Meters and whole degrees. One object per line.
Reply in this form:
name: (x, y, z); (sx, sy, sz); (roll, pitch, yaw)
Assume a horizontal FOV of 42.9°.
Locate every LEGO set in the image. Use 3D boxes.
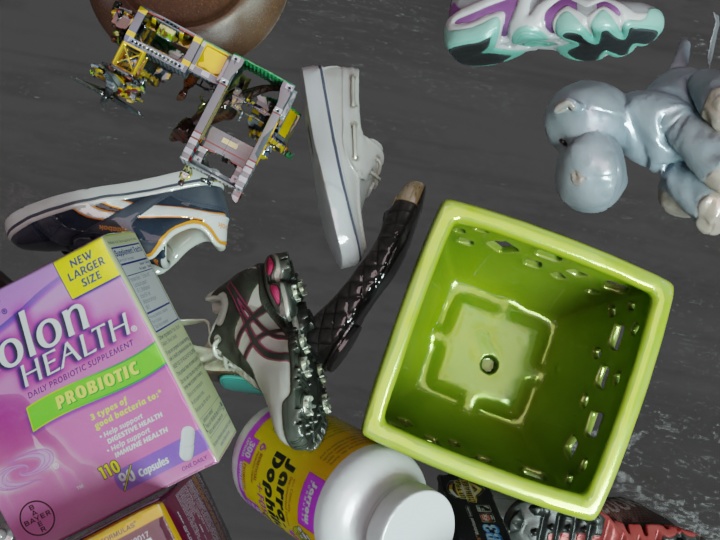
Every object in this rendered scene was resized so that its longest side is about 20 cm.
LEGO set: (-0.149, -0.132, 0.802); (0.199, 0.154, 0.116); (28, 86, -14)

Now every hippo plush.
hippo plush: (0.249, -0.128, 0.812); (0.160, 0.159, 0.201); (-2, 86, -3)

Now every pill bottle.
pill bottle: (-0.016, 0.180, 0.751); (0.104, 0.200, 0.105); (-8, 104, -36)

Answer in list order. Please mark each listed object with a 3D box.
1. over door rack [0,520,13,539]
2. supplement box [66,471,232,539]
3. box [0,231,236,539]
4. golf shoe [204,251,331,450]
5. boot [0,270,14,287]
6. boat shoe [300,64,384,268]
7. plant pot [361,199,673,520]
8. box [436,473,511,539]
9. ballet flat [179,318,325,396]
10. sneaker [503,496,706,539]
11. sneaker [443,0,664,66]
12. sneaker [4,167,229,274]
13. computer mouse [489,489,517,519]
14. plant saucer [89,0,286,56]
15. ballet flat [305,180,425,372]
over door rack: (-0.405, 0.302, 0.802); (0.147, 0.067, 0.201); (17, 85, 0)
supplement box: (-0.177, 0.234, 0.747); (0.110, 0.200, 0.086); (-27, 87, -4)
box: (-0.229, 0.096, 0.754); (0.175, 0.097, 0.201); (-26, 93, 3)
golf shoe: (-0.078, 0.075, 0.769); (0.088, 0.077, 0.200); (-19, 42, 3)
boot: (-0.329, 0.132, 0.833); (0.188, 0.068, 0.200); (-41, 95, -12)
boat shoe: (-0.011, -0.099, 0.838); (0.065, 0.072, 0.201); (-8, 64, -8)
plant pot: (0.118, 0.074, 0.780); (0.198, 0.181, 0.201); (21, 85, -1)
box: (0.092, 0.297, 0.724); (0.049, 0.199, 0.201); (0, 108, -5)
ballet flat: (-0.127, 0.076, 0.832); (0.199, 0.067, 0.063); (8, 73, -2)
sneaker: (0.206, 0.235, 0.805); (0.200, 0.098, 0.071); (16, 91, -16)
sneaker: (0.177, -0.270, 0.849); (0.199, 0.078, 0.141); (2, 80, 15)
sneaker: (-0.217, -0.034, 0.830); (0.199, 0.078, 0.080); (-13, 80, -4)
computer mouse: (0.103, 0.233, 0.835); (0.199, 0.044, 0.110); (-3, 84, -2)
plant saucer: (-0.166, -0.292, 0.875); (0.199, 0.037, 0.202); (0, 86, -2)
ballet flat: (0.000, 0.000, 0.841); (0.057, 0.066, 0.200); (31, 84, 11)
